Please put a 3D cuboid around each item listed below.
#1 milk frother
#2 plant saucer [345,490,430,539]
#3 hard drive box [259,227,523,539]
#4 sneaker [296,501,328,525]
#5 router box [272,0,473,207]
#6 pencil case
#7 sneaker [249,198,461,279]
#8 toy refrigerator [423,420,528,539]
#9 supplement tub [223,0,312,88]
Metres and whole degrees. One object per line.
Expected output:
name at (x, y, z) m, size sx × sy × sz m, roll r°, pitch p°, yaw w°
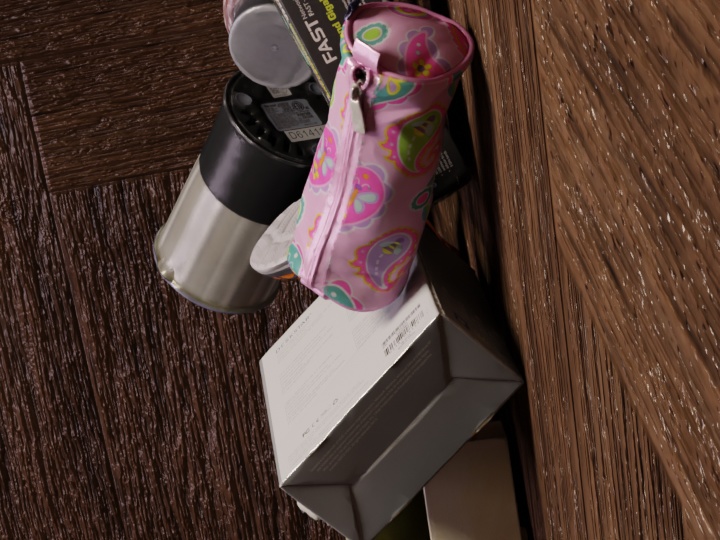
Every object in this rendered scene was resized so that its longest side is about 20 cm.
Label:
milk frother at (-0.051, -0.033, 1.750) m, size 0.188 × 0.180 × 0.200 m, roll -61°, pitch 36°, yaw 41°
plant saucer at (0.042, 0.179, 1.532) m, size 0.200 × 0.031 × 0.200 m, roll 13°, pitch -105°, yaw -56°
hard drive box at (0.015, 0.067, 1.411) m, size 0.077 × 0.156 × 0.200 m, roll 39°, pitch -167°, yaw -19°
sneaker at (0.015, 0.109, 1.592) m, size 0.200 × 0.077 × 0.080 m, roll -49°, pitch -33°, yaw -34°
router box at (-0.002, -0.142, 1.436) m, size 0.200 × 0.062 × 0.150 m, roll 61°, pitch -179°, yaw -11°
pencil case at (0.009, -0.070, 1.309) m, size 0.087 × 0.087 × 0.200 m, roll -103°, pitch 21°, yaw -46°
sneaker at (0.000, 0.000, 1.612) m, size 0.112 × 0.078 × 0.200 m, roll 43°, pitch 157°, yaw -23°
toy refrigerator at (0.087, 0.212, 1.480) m, size 0.076 × 0.070 × 0.200 m, roll -81°, pitch -17°, yaw -86°
supplement tub at (-0.042, -0.218, 1.613) m, size 0.200 × 0.107 × 0.107 m, roll -70°, pitch -23°, yaw -54°
